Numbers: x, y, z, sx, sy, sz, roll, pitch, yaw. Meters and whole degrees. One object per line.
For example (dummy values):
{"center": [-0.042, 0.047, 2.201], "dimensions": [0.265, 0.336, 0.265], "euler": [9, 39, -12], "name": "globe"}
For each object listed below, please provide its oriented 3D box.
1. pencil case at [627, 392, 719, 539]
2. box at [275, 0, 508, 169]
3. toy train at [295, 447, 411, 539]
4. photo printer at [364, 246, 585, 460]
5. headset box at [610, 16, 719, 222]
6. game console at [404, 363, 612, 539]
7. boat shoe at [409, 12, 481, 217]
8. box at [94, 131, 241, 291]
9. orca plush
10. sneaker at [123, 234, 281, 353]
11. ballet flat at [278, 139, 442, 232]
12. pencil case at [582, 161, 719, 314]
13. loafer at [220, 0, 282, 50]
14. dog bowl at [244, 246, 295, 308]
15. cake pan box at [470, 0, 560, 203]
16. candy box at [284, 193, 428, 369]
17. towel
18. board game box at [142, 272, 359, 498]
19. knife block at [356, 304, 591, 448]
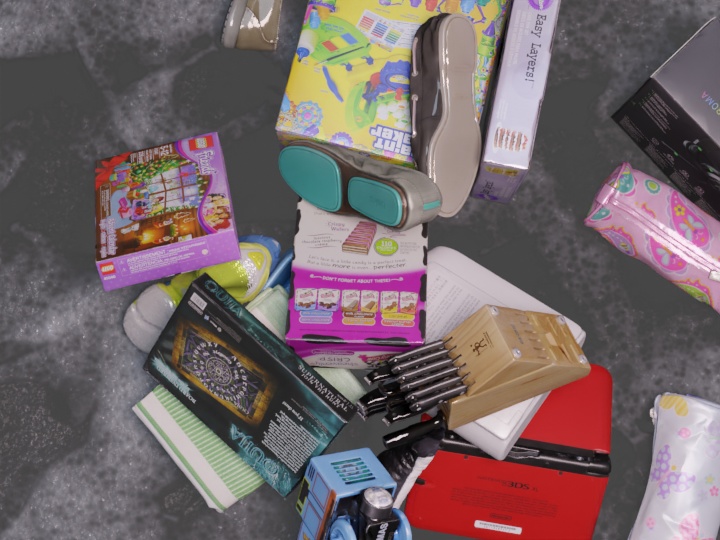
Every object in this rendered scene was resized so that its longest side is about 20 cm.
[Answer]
{"center": [0.332, 0.227, 1.329], "dimensions": [0.090, 0.083, 0.201], "euler": [13, 85, -6], "name": "pencil case"}
{"center": [0.031, -0.202, 1.350], "dimensions": [0.199, 0.122, 0.193], "euler": [15, 84, 0], "name": "box"}
{"center": [-0.016, 0.272, 1.237], "dimensions": [0.086, 0.114, 0.201], "euler": [-5, 126, -30], "name": "toy train"}
{"center": [0.105, 0.076, 1.319], "dimensions": [0.200, 0.070, 0.167], "euler": [31, 66, 16], "name": "photo printer"}
{"center": [0.365, -0.145, 1.311], "dimensions": [0.093, 0.200, 0.174], "euler": [-43, 85, -4], "name": "headset box"}
{"center": [0.157, 0.188, 1.364], "dimensions": [0.199, 0.119, 0.173], "euler": [10, 115, 1], "name": "game console"}
{"center": [0.079, -0.152, 1.266], "dimensions": [0.067, 0.057, 0.201], "euler": [5, 88, -37], "name": "boat shoe"}
{"center": [-0.199, -0.065, 1.307], "dimensions": [0.136, 0.200, 0.039], "euler": [-14, 126, -3], "name": "box"}
{"center": [0.006, 0.221, 1.289], "dimensions": [0.071, 0.200, 0.105], "euler": [26, 47, -9], "name": "orca plush"}
{"center": [-0.156, 0.023, 1.343], "dimensions": [0.200, 0.105, 0.076], "euler": [-26, 98, 33], "name": "sneaker"}
{"center": [0.001, -0.084, 1.260], "dimensions": [0.064, 0.200, 0.068], "euler": [-16, 118, -38], "name": "ballet flat"}
{"center": [0.336, -0.031, 1.356], "dimensions": [0.200, 0.087, 0.088], "euler": [35, 85, 4], "name": "pencil case"}
{"center": [-0.092, -0.326, 1.393], "dimensions": [0.069, 0.075, 0.201], "euler": [20, 89, -11], "name": "loafer"}
{"center": [-0.073, 0.057, 1.358], "dimensions": [0.111, 0.050, 0.200], "euler": [37, 85, 3], "name": "dog bowl"}
{"center": [0.159, -0.182, 1.319], "dimensions": [0.052, 0.184, 0.201], "euler": [11, 85, 0], "name": "cake pan box"}
{"center": [0.000, 0.000, 1.290], "dimensions": [0.136, 0.061, 0.201], "euler": [2, 57, 3], "name": "candy box"}
{"center": [-0.114, 0.132, 1.312], "dimensions": [0.200, 0.023, 0.153], "euler": [-40, 84, 3], "name": "towel"}
{"center": [-0.112, 0.114, 1.252], "dimensions": [0.200, 0.028, 0.135], "euler": [42, 128, 7], "name": "board game box"}
{"center": [0.101, 0.109, 1.236], "dimensions": [0.175, 0.200, 0.064], "euler": [-41, 60, 30], "name": "knife block"}
